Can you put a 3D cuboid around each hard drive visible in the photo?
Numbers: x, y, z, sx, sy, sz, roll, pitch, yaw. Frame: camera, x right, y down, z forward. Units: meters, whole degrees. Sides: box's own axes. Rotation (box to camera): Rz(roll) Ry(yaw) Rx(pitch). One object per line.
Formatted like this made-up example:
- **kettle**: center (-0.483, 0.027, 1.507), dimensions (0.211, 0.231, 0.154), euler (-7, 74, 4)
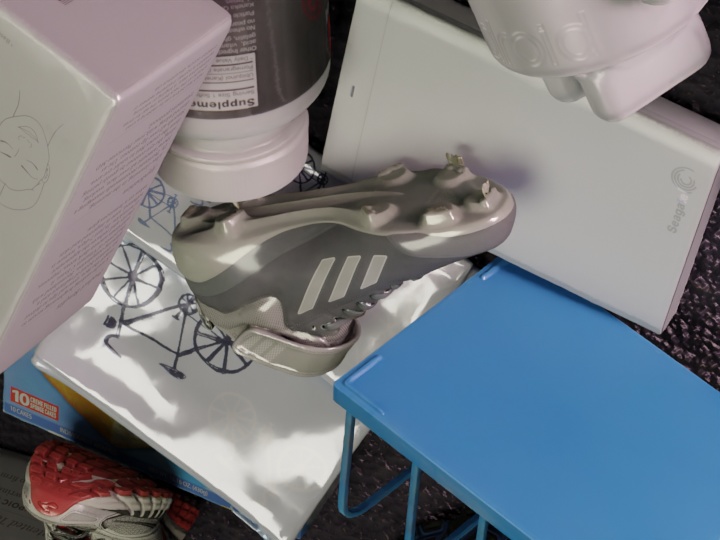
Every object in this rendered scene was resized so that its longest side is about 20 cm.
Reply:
- **hard drive**: center (0.081, -0.060, 1.514), dimensions (0.200, 0.026, 0.132), euler (26, 137, 13)

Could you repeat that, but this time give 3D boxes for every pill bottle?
- **pill bottle**: center (-0.070, -0.135, 1.485), dimensions (0.111, 0.111, 0.200), euler (17, 134, 21)

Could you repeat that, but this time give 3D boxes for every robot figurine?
- **robot figurine**: center (0.090, -0.167, 1.348), dimensions (0.170, 0.113, 0.200), euler (24, 145, 57)

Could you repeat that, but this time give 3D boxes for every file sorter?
- **file sorter**: center (0.103, 0.114, 1.536), dimensions (0.200, 0.139, 0.123), euler (37, 146, 26)

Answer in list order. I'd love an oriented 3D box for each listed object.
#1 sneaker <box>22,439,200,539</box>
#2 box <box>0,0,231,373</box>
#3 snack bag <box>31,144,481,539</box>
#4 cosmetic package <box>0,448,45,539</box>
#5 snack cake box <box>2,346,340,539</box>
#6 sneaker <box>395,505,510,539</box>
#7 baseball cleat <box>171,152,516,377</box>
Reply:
- **sneaker**: center (-0.149, 0.154, 1.742), dimensions (0.078, 0.082, 0.200), euler (23, 172, 18)
- **box**: center (-0.180, -0.074, 1.432), dimensions (0.152, 0.106, 0.200), euler (38, 128, 8)
- **snack bag**: center (-0.063, 0.024, 1.613), dimensions (0.188, 0.021, 0.200), euler (36, 105, 3)
- **cosmetic package**: center (-0.255, 0.232, 1.863), dimensions (0.165, 0.200, 0.165), euler (14, 133, 24)
- **snack cake box**: center (-0.103, 0.058, 1.709), dimensions (0.200, 0.067, 0.115), euler (22, 136, 16)
- **sneaker**: center (0.080, 0.172, 1.686), dimensions (0.077, 0.076, 0.200), euler (37, 153, -14)
- **baseball cleat**: center (0.000, 0.000, 1.542), dimensions (0.200, 0.070, 0.107), euler (-2, 120, 33)
